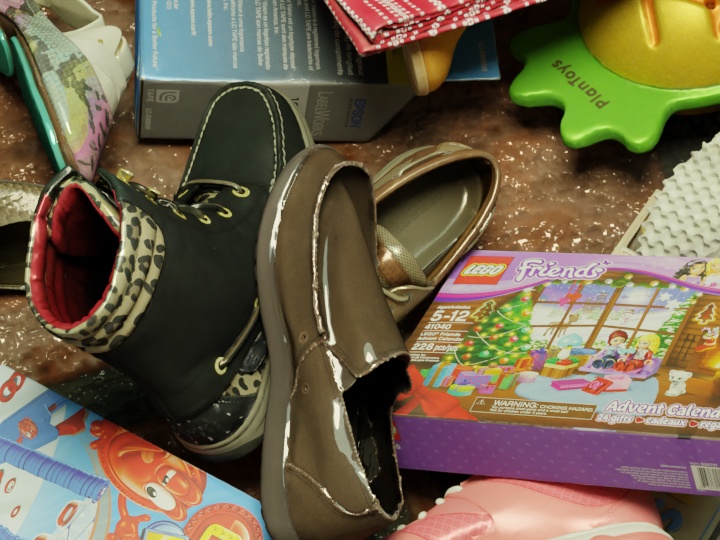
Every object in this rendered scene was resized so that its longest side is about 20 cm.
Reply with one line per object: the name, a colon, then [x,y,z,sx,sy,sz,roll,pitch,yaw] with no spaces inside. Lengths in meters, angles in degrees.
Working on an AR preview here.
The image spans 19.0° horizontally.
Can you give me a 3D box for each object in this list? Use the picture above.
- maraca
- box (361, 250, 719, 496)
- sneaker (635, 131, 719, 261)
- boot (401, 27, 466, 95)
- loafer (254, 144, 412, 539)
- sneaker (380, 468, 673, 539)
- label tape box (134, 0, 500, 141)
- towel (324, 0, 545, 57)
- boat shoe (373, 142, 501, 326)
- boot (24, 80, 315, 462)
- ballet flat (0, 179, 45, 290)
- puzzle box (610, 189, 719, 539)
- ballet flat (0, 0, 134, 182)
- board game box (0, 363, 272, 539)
maraca: [0.176,-0.137,1.208,0.200,0.107,0.137,-35,51,-16]
box: [0.118,0.046,1.062,0.200,0.039,0.137,2,37,30]
sneaker: [0.233,-0.047,1.145,0.200,0.099,0.070,-54,30,-8]
boot: [0.087,-0.180,1.175,0.144,0.071,0.201,-4,49,3]
loafer: [-0.003,0.037,1.031,0.071,0.073,0.201,-6,80,30]
sneaker: [0.054,0.141,1.052,0.200,0.074,0.087,-10,43,2]
label tape box: [-0.029,-0.147,1.228,0.199,0.063,0.144,0,58,-7]
towel: [0.057,-0.195,1.137,0.200,0.023,0.145,-20,60,-20]
boat shoe: [0.000,0.000,1.118,0.076,0.072,0.200,45,67,-10]
boot: [-0.087,-0.026,1.037,0.073,0.154,0.204,-7,63,27]
ballet flat: [-0.148,-0.007,1.137,0.199,0.067,0.046,6,51,-6]
puzzle box: [0.165,0.061,1.131,0.133,0.025,0.200,29,61,14]
ballet flat: [-0.168,-0.120,1.183,0.071,0.069,0.200,-22,42,-17]
board game box: [-0.165,0.163,1.033,0.196,0.056,0.200,26,60,13]
